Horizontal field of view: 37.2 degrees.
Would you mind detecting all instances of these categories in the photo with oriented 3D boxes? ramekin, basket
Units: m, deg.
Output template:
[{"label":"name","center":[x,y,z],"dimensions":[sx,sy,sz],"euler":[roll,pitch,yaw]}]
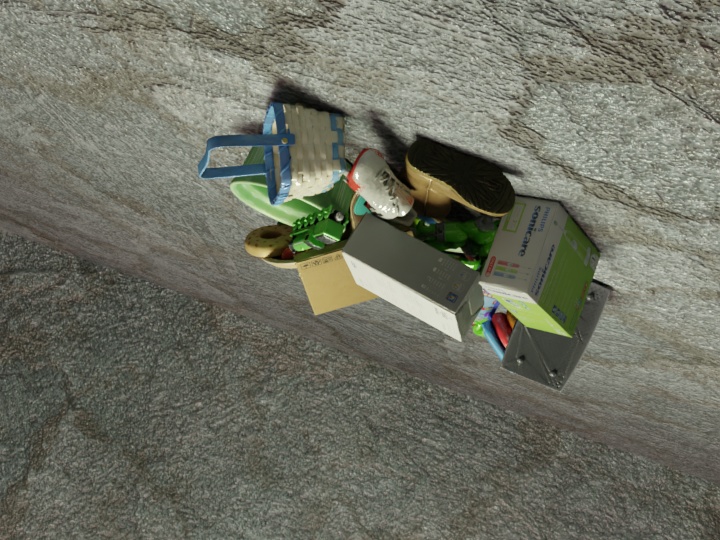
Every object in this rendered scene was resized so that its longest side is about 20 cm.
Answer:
[{"label":"ramekin","center":[-0.103,-0.143,1.743],"dimensions":[0.200,0.098,0.200],"euler":[20,168,4]},{"label":"basket","center":[-0.128,-0.165,1.538],"dimensions":[0.200,0.139,0.176],"euler":[-8,175,-16]}]

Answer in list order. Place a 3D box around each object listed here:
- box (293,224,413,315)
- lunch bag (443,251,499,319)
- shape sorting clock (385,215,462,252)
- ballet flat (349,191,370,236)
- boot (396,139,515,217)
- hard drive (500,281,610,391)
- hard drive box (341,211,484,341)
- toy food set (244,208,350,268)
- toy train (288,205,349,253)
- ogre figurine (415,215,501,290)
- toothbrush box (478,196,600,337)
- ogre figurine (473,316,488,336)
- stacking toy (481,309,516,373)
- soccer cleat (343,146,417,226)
[{"label":"box","center":[0.000,0.000,1.801],"dimensions":[0.200,0.021,0.164],"euler":[-16,144,0]},{"label":"lunch bag","center":[0.186,0.014,1.912],"dimensions":[0.150,0.094,0.200],"euler":[20,174,4]},{"label":"shape sorting clock","center":[0.108,-0.081,1.798],"dimensions":[0.200,0.039,0.200],"euler":[23,169,5]},{"label":"ballet flat","center":[0.009,-0.108,1.734],"dimensions":[0.070,0.065,0.200],"euler":[-9,145,-17]},{"label":"boot","center":[0.133,-0.115,1.568],"dimensions":[0.175,0.066,0.200],"euler":[32,168,5]},{"label":"hard drive","center":[0.333,0.097,1.853],"dimensions":[0.135,0.200,0.042],"euler":[22,-171,-10]},{"label":"hard drive box","center":[0.083,0.012,1.630],"dimensions":[0.200,0.077,0.156],"euler":[29,168,16]},{"label":"toy food set","center":[-0.089,-0.066,1.883],"dimensions":[0.200,0.198,0.049],"euler":[10,126,45]},{"label":"toy train","center":[-0.070,-0.060,1.677],"dimensions":[0.042,0.056,0.200],"euler":[24,167,-17]},{"label":"ogre figurine","center":[0.180,-0.033,1.687],"dimensions":[0.120,0.098,0.200],"euler":[-16,125,28]},{"label":"toothbrush box","center":[0.274,-0.004,1.612],"dimensions":[0.086,0.146,0.200],"euler":[13,167,34]},{"label":"ogre figurine","center":[0.210,0.071,2.097],"dimensions":[0.120,0.098,0.200],"euler":[43,-163,-51]},{"label":"stacking toy","center":[0.326,0.087,1.915],"dimensions":[0.110,0.200,0.116],"euler":[57,-162,7]},{"label":"soccer cleat","center":[0.034,-0.117,1.537],"dimensions":[0.085,0.069,0.200],"euler":[30,170,18]}]
